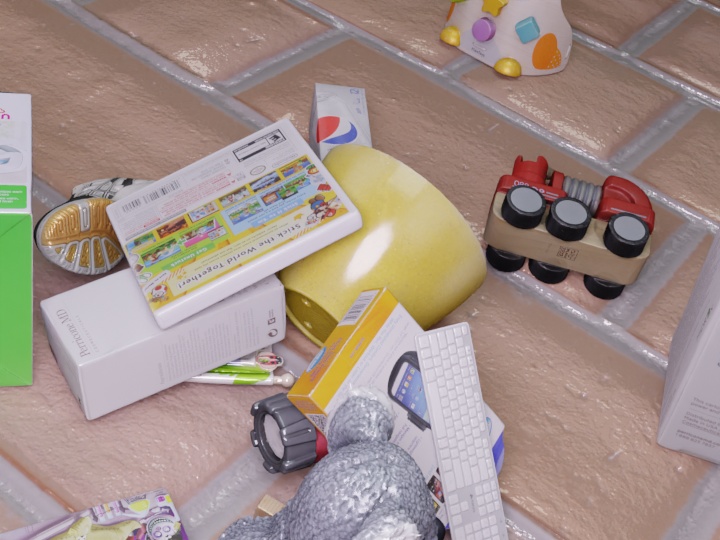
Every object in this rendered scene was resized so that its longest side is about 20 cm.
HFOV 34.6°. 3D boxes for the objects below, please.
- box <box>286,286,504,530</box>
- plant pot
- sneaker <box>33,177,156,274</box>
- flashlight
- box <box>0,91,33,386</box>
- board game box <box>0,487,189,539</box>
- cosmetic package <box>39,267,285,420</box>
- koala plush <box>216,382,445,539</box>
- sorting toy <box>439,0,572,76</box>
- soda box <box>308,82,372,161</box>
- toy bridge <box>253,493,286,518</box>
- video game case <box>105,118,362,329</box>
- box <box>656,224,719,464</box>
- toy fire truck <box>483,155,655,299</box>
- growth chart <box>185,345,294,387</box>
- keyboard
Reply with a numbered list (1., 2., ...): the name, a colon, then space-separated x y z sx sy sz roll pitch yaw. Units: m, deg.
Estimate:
1. box: 0.040 0.126 0.972 0.041 0.200 0.119 -6 40 52
2. plant pot: 0.000 0.000 1.113 0.199 0.201 0.142 32 66 22
3. sneaker: -0.269 -0.048 1.158 0.087 0.076 0.200 12 17 22
4. flashlight: 0.003 0.118 1.005 0.199 0.068 0.068 -16 56 -32
5. box: -0.339 -0.028 1.024 0.096 0.201 0.177 0 40 -16
6. board game box: -0.221 0.241 0.876 0.198 0.032 0.120 -12 50 -27
7. cosmetic package: -0.178 0.045 1.055 0.199 0.075 0.102 -22 45 -24
8. koala plush: -0.013 0.198 0.826 0.182 0.201 0.178 14 39 -14
9. sorting toy: 0.202 -0.386 1.607 0.199 0.181 0.107 33 43 24
10. soda box: -0.023 -0.134 1.338 0.063 0.069 0.201 5 41 -9
11. toy bridge: -0.016 0.164 1.020 0.067 0.027 0.200 27 41 13
12. video game case: -0.120 -0.049 1.059 0.199 0.023 0.182 -27 42 -8
13. box: 0.410 0.078 1.102 0.197 0.201 0.172 18 42 8
14. toy fire truck: 0.237 -0.075 1.317 0.174 0.129 0.201 15 49 2
15. growth chart: -0.149 0.044 1.135 0.143 0.018 0.201 0 40 -14
16. keyboard: 0.086 0.147 0.972 0.056 0.202 0.011 -12 1 -36
